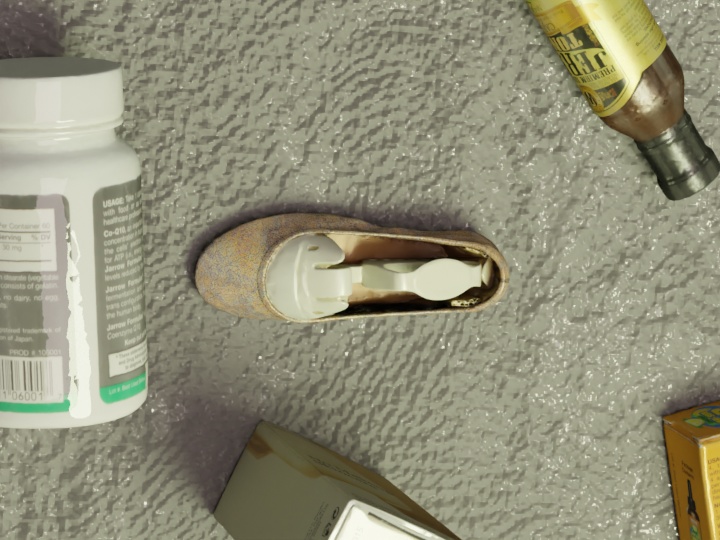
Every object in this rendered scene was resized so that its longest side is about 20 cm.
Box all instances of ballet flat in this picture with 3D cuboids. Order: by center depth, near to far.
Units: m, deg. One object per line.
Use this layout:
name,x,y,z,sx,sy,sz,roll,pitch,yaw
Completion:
ballet flat,0.000,0.000,1.561,0.198,0.067,0.069,-4,102,-16

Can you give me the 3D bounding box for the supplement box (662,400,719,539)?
supplement box,0.251,0.190,1.679,0.068,0.067,0.202,-16,106,-14

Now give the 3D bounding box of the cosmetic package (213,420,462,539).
cosmetic package,-0.008,0.160,1.520,0.105,0.200,0.071,26,91,-21

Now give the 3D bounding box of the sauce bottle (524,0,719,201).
sauce bottle,0.160,-0.134,1.586,0.065,0.065,0.201,-37,107,-7

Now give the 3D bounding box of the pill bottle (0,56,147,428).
pill bottle,-0.181,-0.018,1.476,0.112,0.113,0.202,-4,102,-17
